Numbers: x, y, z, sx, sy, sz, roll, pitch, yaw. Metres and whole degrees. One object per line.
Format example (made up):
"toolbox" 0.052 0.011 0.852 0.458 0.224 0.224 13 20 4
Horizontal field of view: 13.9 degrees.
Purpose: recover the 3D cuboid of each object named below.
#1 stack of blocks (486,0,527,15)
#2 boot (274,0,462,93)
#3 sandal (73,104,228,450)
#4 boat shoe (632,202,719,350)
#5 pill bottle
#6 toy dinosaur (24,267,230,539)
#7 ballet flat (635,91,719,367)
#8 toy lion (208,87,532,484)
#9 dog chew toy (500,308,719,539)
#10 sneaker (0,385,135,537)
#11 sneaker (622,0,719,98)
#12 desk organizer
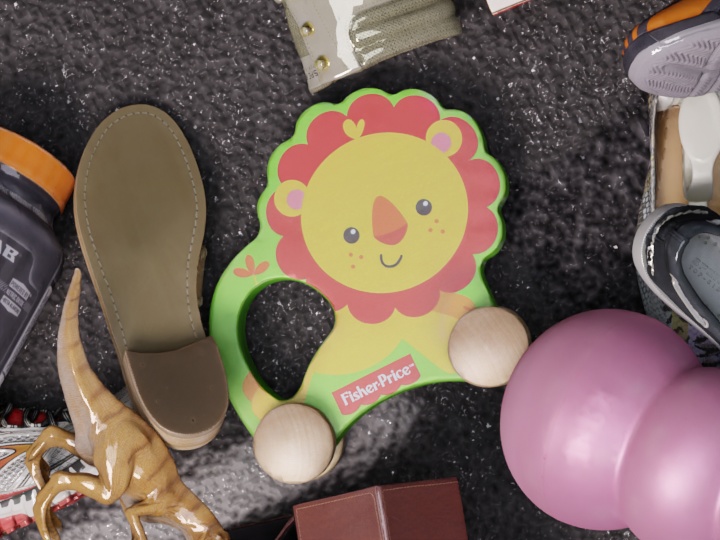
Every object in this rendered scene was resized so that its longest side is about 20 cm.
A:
"stack of blocks" 0.063 -0.246 1.639 0.058 0.115 0.201 -22 92 5
"boot" -0.053 -0.174 1.676 0.199 0.072 0.155 -15 96 4
"sandal" -0.124 0.014 1.692 0.077 0.070 0.212 -5 63 -17
"boat shoe" 0.236 0.036 1.624 0.200 0.060 0.076 31 90 -15
"pill bottle" -0.237 0.017 1.666 0.106 0.106 0.201 26 73 1
"toy dinosaur" -0.140 0.093 1.620 0.106 0.060 0.200 -29 108 15
"ballet flat" 0.191 -0.037 1.671 0.072 0.072 0.201 -1 95 4
"toy lion" 0.000 0.000 1.694 0.199 0.069 0.192 -27 85 6
"dog chew toy" 0.176 0.101 1.617 0.200 0.124 0.125 25 97 31
"sneaker" -0.201 0.106 1.702 0.199 0.078 0.082 -27 91 5
"sneaker" 0.205 -0.170 1.633 0.200 0.078 0.112 -21 71 -34
"desk organizer" -0.030 0.171 1.643 0.200 0.072 0.077 -17 79 43
